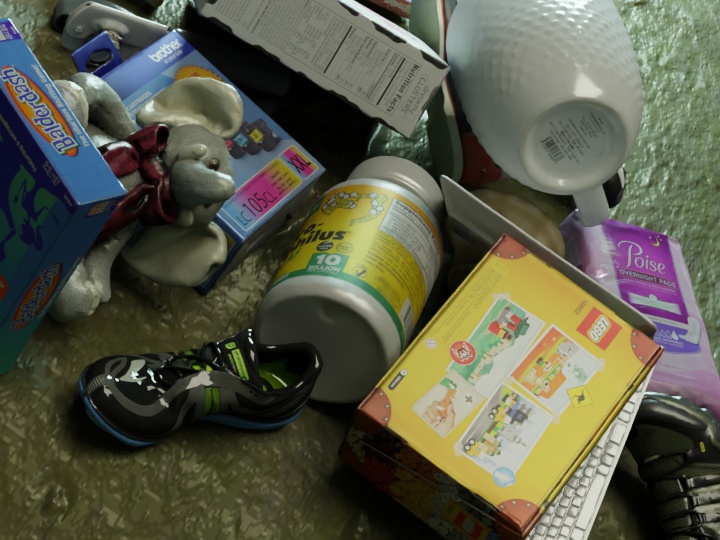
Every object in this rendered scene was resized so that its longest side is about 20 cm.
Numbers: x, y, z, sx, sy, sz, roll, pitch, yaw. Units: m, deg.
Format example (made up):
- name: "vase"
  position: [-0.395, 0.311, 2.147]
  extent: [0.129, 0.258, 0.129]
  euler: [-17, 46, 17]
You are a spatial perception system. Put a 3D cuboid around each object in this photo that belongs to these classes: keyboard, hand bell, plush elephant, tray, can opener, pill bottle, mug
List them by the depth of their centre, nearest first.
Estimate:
- name: "plush elephant"
  position: [-0.153, -0.061, 1.533]
  extent: [0.154, 0.166, 0.200]
  euler: [-4, 10, -10]
- name: "pill bottle"
  position: [0.000, 0.000, 1.664]
  extent: [0.113, 0.113, 0.200]
  euler: [34, 40, -6]
- name: "keyboard"
  position: [0.170, 0.139, 1.669]
  extent: [0.056, 0.011, 0.201]
  euler: [21, 67, 9]
- name: "tray"
  position: [0.139, 0.000, 1.670]
  extent: [0.200, 0.022, 0.107]
  euler: [36, -6, 10]
- name: "hand bell"
  position: [0.083, 0.041, 1.733]
  extent: [0.104, 0.104, 0.200]
  euler: [33, 53, -7]
- name: "can opener"
  position: [-0.150, -0.180, 1.764]
  extent: [0.199, 0.053, 0.067]
  euler: [18, 43, -25]
- name: "mug"
  position: [0.163, -0.127, 1.766]
  extent: [0.176, 0.147, 0.200]
  euler: [-103, 171, -54]

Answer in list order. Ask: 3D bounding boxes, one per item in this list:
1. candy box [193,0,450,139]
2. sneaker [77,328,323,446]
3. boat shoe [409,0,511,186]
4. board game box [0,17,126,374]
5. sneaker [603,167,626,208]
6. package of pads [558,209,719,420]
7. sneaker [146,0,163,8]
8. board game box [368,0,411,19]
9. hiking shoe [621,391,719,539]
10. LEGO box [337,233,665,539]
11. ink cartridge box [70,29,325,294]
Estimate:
- name: "candy box"
  position: [-0.036, -0.199, 1.798]
  extent: [0.199, 0.072, 0.168]
  euler: [29, 8, -13]
- name: "sneaker"
  position: [-0.112, 0.074, 1.530]
  extent: [0.199, 0.083, 0.071]
  euler: [-2, 54, -39]
- name: "boat shoe"
  position: [0.088, -0.169, 1.894]
  extent: [0.062, 0.071, 0.201]
  euler: [-4, 74, -19]
- name: "board game box"
  position: [-0.249, -0.043, 1.442]
  extent: [0.045, 0.200, 0.152]
  euler: [-17, 64, -44]
- name: "sneaker"
  position: [0.148, -0.122, 1.942]
  extent: [0.090, 0.070, 0.200]
  euler: [-29, 72, -32]
- name: "package of pads"
  position: [0.228, 0.052, 1.822]
  extent: [0.120, 0.076, 0.201]
  euler: [15, 45, -26]
- name: "sneaker"
  position: [-0.169, -0.312, 1.857]
  extent: [0.090, 0.075, 0.200]
  euler: [35, 38, -13]
- name: "board game box"
  position: [-0.016, -0.283, 1.931]
  extent: [0.103, 0.019, 0.200]
  euler: [55, 18, 20]
- name: "hiking shoe"
  position: [0.263, 0.185, 1.707]
  extent: [0.200, 0.076, 0.101]
  euler: [48, 45, -11]
- name: "LEGO box"
  position: [0.103, 0.095, 1.585]
  extent: [0.149, 0.077, 0.200]
  euler: [37, 59, 9]
- name: "ink cartridge box"
  position: [-0.145, -0.096, 1.673]
  extent: [0.200, 0.076, 0.136]
  euler: [41, 39, 4]
